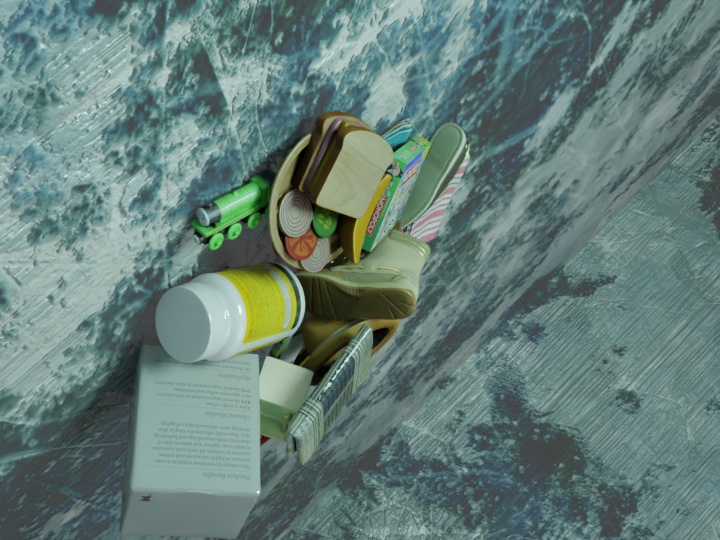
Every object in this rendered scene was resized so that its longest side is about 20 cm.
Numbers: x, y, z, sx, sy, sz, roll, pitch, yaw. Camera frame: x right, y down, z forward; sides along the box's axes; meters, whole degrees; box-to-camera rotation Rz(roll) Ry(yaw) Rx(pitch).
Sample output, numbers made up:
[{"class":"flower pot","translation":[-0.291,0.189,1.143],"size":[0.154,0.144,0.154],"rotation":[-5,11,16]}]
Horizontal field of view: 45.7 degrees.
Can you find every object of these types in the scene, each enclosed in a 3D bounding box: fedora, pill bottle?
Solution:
[{"class":"fedora","translation":[-0.029,0.097,1.324],"size":[0.199,0.082,0.201],"rotation":[-32,161,-13]},{"class":"pill bottle","translation":[-0.171,0.055,1.138],"size":[0.115,0.114,0.199],"rotation":[-53,161,24]}]

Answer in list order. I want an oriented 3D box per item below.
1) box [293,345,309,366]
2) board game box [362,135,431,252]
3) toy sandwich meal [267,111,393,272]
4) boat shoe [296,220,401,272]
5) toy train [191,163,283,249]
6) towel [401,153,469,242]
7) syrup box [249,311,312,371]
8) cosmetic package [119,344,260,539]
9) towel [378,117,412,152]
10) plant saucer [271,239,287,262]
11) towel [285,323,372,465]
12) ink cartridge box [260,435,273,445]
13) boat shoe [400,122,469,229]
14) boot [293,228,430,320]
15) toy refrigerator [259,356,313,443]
[{"class":"box","translation":[-0.098,0.153,1.575],"size":[0.159,0.049,0.200],"rotation":[-44,171,-8]},{"class":"board game box","translation":[0.050,-0.116,1.241],"size":[0.137,0.029,0.200],"rotation":[-67,173,21]},{"class":"toy sandwich meal","translation":[-0.031,-0.091,1.070],"size":[0.203,0.070,0.209],"rotation":[-27,129,-40]},{"class":"boat shoe","translation":[-0.020,-0.033,1.367],"size":[0.198,0.073,0.065],"rotation":[-35,168,-21]},{"class":"toy train","translation":[-0.125,-0.090,1.050],"size":[0.199,0.042,0.057],"rotation":[-33,149,-36]},{"class":"towel","translation":[0.130,-0.113,1.555],"size":[0.146,0.030,0.202],"rotation":[-37,156,-45]},{"class":"syrup box","translation":[-0.151,0.126,1.391],"size":[0.078,0.081,0.202],"rotation":[-24,151,-48]},{"class":"cosmetic package","translation":[-0.230,0.233,1.154],"size":[0.164,0.203,0.167],"rotation":[8,143,-17]},{"class":"towel","translation":[-0.008,-0.129,1.257],"size":[0.199,0.022,0.148],"rotation":[-36,159,-29]},{"class":"plant saucer","translation":[-0.038,-0.080,1.212],"size":[0.199,0.038,0.201],"rotation":[-39,162,-15]},{"class":"towel","translation":[-0.046,0.183,1.244],"size":[0.194,0.034,0.201],"rotation":[-54,167,-21]},{"class":"ink cartridge box","translation":[-0.226,0.263,1.415],"size":[0.199,0.044,0.172],"rotation":[-31,-160,-37]},{"class":"boat shoe","translation":[0.112,-0.146,1.406],"size":[0.202,0.072,0.060],"rotation":[-53,157,14]},{"class":"boot","translation":[0.000,0.000,1.280],"size":[0.156,0.195,0.074],"rotation":[-67,154,-52]},{"class":"toy refrigerator","translation":[-0.124,0.203,1.295],"size":[0.201,0.074,0.071],"rotation":[111,-3,-64]}]
